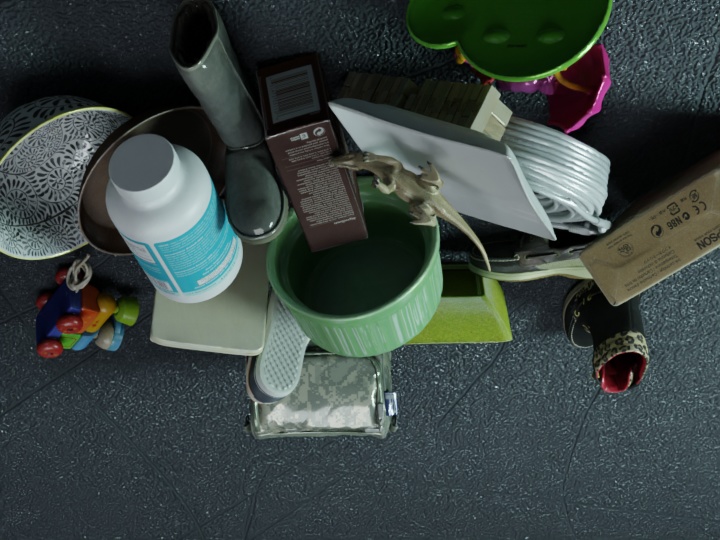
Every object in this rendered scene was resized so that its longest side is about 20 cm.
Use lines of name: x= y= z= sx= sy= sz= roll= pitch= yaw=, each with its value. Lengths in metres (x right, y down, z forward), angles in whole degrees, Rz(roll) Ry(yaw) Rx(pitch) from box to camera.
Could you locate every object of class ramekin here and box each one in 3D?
ramekin: x=0.000 y=0.000 z=1.478 sx=0.198 sy=0.202 sz=0.098 roll=-7 pitch=142 yaw=11

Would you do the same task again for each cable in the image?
cable: x=0.165 y=-0.108 z=1.374 sx=0.198 sy=0.070 sz=0.200 roll=14 pitch=170 yaw=26

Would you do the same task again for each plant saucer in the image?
plant saucer: x=-0.225 y=-0.104 z=1.411 sx=0.199 sy=0.034 sz=0.201 roll=-31 pitch=148 yaw=-22
plant saucer: x=0.080 y=0.034 z=1.582 sx=0.198 sy=0.200 sz=0.048 roll=-2 pitch=106 yaw=3

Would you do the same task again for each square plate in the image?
square plate: x=0.087 y=-0.103 z=1.271 sx=0.197 sy=0.029 sz=0.200 roll=19 pitch=167 yaw=27

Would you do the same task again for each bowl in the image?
bowl: x=-0.333 y=-0.118 z=1.388 sx=0.200 sy=0.094 sz=0.202 roll=-32 pitch=150 yaw=-21

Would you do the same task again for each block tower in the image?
block tower: x=0.061 y=-0.156 z=1.299 sx=0.199 sy=0.054 sz=0.058 roll=15 pitch=165 yaw=47

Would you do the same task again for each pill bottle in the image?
pill bottle: x=-0.197 y=-0.057 z=1.359 sx=0.109 sy=0.112 sz=0.201 roll=-5 pitch=150 yaw=8

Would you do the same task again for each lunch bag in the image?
lunch bag: x=-0.050 y=0.137 z=1.696 sx=0.198 sy=0.169 sz=0.140 roll=-2 pitch=156 yaw=3

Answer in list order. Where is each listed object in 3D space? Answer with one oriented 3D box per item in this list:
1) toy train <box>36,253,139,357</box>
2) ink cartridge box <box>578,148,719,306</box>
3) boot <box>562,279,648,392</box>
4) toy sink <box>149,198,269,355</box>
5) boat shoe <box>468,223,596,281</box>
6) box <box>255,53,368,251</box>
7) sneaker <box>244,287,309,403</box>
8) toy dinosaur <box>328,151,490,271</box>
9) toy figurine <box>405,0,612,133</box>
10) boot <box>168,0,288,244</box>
toy train: x=-0.334 y=0.043 z=1.667 sx=0.115 sy=0.085 sz=0.200 roll=11 pitch=145 yaw=-32
ink cartridge box: x=0.356 y=-0.061 z=1.412 sx=0.200 sy=0.164 sz=0.075 roll=-36 pitch=89 yaw=41
boot: x=0.308 y=0.083 z=1.635 sx=0.072 sy=0.152 sz=0.201 roll=8 pitch=145 yaw=-10
toy sink: x=-0.176 y=0.027 z=1.525 sx=0.129 sy=0.202 sz=0.112 roll=7 pitch=147 yaw=-9
boat shoe: x=0.223 y=-0.030 z=1.558 sx=0.198 sy=0.073 sz=0.065 roll=-2 pitch=121 yaw=19
box: x=-0.050 y=-0.122 z=1.390 sx=0.074 sy=0.101 sz=0.201 roll=-15 pitch=143 yaw=5
sneaker: x=-0.094 y=0.072 z=1.602 sx=0.078 sy=0.201 sz=0.079 roll=30 pitch=148 yaw=-13
toy dinosaur: x=0.062 y=-0.075 z=1.289 sx=0.199 sy=0.058 sz=0.101 roll=33 pitch=-176 yaw=1
toy figurine: x=0.164 y=-0.205 z=1.265 sx=0.198 sy=0.152 sz=0.184 roll=3 pitch=158 yaw=25
boot: x=-0.131 y=-0.148 z=1.304 sx=0.072 sy=0.183 sz=0.201 roll=-13 pitch=149 yaw=1
